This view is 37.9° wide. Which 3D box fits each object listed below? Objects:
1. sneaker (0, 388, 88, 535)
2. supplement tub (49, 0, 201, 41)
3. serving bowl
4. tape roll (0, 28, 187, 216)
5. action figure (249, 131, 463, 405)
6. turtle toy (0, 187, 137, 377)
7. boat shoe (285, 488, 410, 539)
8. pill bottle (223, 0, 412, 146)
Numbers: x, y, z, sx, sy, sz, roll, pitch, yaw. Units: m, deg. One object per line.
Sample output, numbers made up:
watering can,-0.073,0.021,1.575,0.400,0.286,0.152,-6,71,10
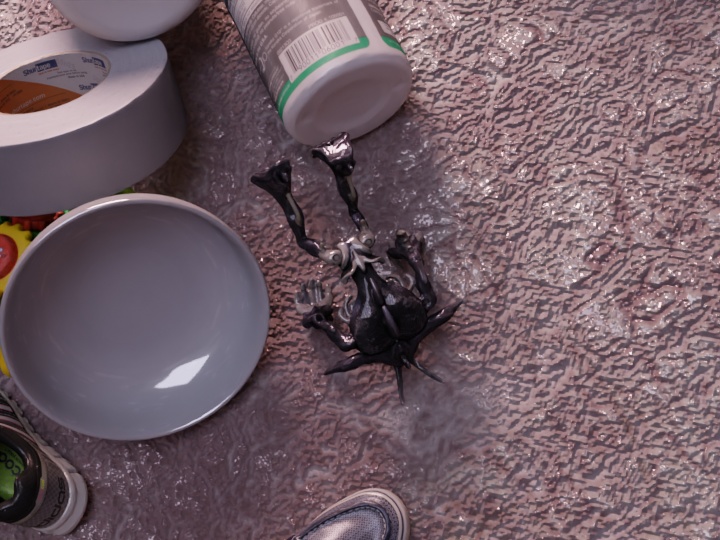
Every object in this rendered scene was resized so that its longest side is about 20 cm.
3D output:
sneaker,-0.310,0.140,0.845,0.200,0.087,0.074,34,86,22
supplement tub,-0.213,-0.301,0.892,0.145,0.145,0.200,-33,44,4
serving bowl,-0.174,0.029,0.806,0.200,0.200,0.066,-40,31,1
tape roll,-0.248,-0.128,0.865,0.200,0.066,0.200,-7,37,5
action figure,0.000,0.000,0.796,0.119,0.102,0.200,-26,95,-1
turtle toy,-0.257,-0.008,0.866,0.200,0.101,0.146,-23,69,8
boat shoe,-0.051,0.230,0.741,0.200,0.093,0.075,-45,68,0
pill bottle,-0.046,-0.212,0.861,0.113,0.113,0.200,-28,68,6
